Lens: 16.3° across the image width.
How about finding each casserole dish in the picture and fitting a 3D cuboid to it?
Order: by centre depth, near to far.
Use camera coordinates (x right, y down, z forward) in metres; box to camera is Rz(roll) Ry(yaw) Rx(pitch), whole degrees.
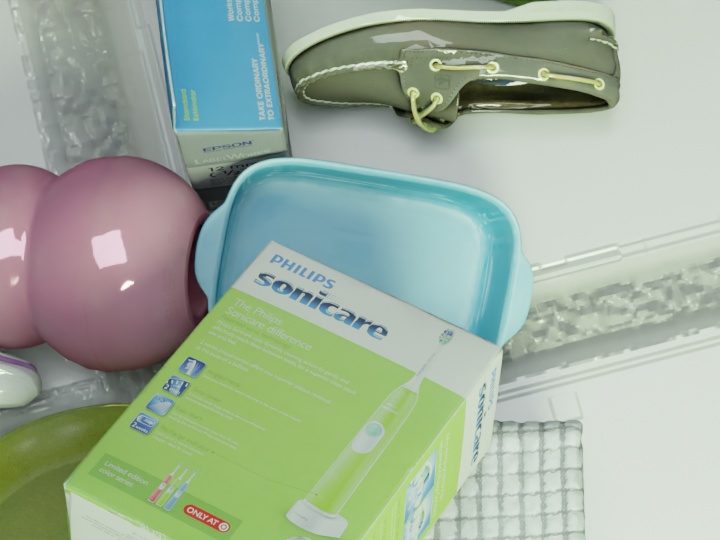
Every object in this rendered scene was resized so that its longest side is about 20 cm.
[{"bbox_3d":[0.000,0.000,1.445,0.200,0.039,0.121,9,96,-14],"label":"casserole dish"}]

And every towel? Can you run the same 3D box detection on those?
[{"bbox_3d":[0.047,0.185,1.398,0.165,0.086,0.200,-3,71,6],"label":"towel"}]

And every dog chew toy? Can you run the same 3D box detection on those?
[{"bbox_3d":[-0.187,-0.008,1.448,0.200,0.125,0.125,5,75,13],"label":"dog chew toy"}]

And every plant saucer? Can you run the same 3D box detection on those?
[{"bbox_3d":[-0.129,0.144,1.377,0.200,0.031,0.200,1,35,-1],"label":"plant saucer"}]

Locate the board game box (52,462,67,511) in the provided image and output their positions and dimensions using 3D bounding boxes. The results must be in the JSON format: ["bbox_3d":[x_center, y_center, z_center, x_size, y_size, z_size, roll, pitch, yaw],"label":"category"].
[{"bbox_3d":[-0.184,0.187,1.386,0.103,0.019,0.200,-27,39,-6],"label":"board game box"}]

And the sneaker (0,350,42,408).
[{"bbox_3d":[-0.280,0.091,1.456,0.200,0.075,0.100,-7,87,6],"label":"sneaker"}]

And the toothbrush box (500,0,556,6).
[{"bbox_3d":[0.042,-0.258,1.519,0.200,0.086,0.146,15,77,5],"label":"toothbrush box"}]

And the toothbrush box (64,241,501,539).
[{"bbox_3d":[-0.038,0.100,1.307,0.145,0.086,0.200,24,52,18],"label":"toothbrush box"}]

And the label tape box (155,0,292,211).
[{"bbox_3d":[-0.079,-0.131,1.431,0.066,0.200,0.144,-8,75,-2],"label":"label tape box"}]

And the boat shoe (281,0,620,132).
[{"bbox_3d":[0.055,-0.117,1.489,0.201,0.072,0.060,-5,70,-3],"label":"boat shoe"}]
